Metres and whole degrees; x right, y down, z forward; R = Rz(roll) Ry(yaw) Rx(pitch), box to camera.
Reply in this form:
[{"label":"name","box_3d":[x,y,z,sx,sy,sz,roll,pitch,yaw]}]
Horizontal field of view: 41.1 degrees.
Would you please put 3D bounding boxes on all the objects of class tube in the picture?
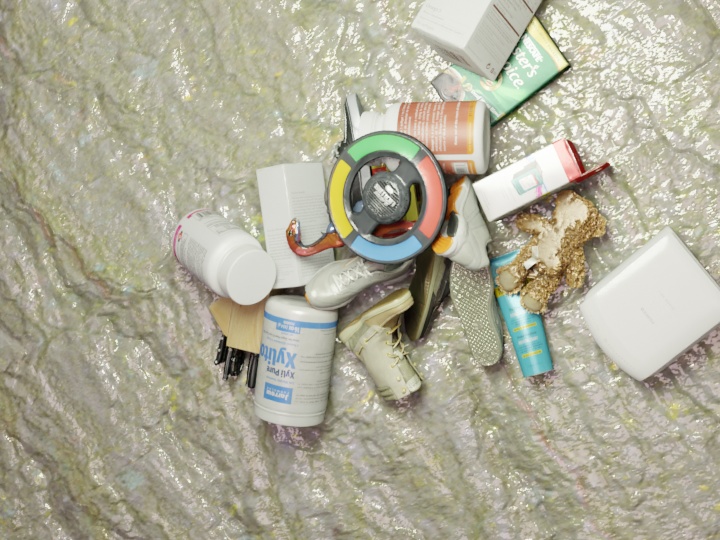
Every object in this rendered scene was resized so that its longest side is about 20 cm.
[{"label":"tube","box_3d":[0.262,0.070,1.564,0.076,0.050,0.204,-17,83,8]}]

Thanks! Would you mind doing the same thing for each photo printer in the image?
[{"label":"photo printer","box_3d":[0.451,0.059,1.484,0.199,0.069,0.167,-41,82,17]}]

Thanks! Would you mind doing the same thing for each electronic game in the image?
[{"label":"electronic game","box_3d":[0.039,-0.110,1.457,0.196,0.041,0.204,3,97,24]}]

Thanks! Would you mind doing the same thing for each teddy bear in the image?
[{"label":"teddy bear","box_3d":[0.301,-0.029,1.523,0.143,0.067,0.203,22,94,27]}]

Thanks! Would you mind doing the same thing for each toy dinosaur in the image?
[{"label":"toy dinosaur","box_3d":[-0.027,-0.071,1.532,0.180,0.200,0.106,-35,122,-5]}]

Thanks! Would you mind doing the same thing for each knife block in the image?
[{"label":"knife block","box_3d":[-0.180,0.109,1.700,0.199,0.064,0.177,-35,84,17]}]

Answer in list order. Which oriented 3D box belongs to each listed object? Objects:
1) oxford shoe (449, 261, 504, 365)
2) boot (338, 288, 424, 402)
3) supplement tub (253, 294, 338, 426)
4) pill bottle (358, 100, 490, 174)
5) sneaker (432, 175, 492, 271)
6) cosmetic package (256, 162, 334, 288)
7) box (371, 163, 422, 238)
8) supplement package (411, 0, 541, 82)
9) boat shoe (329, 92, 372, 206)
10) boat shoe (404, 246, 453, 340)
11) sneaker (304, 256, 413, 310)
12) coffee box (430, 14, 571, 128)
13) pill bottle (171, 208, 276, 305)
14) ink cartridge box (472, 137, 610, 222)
[{"label":"oxford shoe","box_3d":[0.192,0.054,1.568,0.074,0.058,0.204,-11,100,21]},{"label":"boot","box_3d":[0.058,0.127,1.588,0.156,0.072,0.200,56,142,5]},{"label":"supplement tub","box_3d":[-0.111,0.152,1.646,0.130,0.132,0.204,9,97,17]},{"label":"pill bottle","box_3d":[0.101,-0.208,1.505,0.196,0.112,0.115,2,96,14]},{"label":"sneaker","box_3d":[0.166,-0.068,1.513,0.091,0.202,0.076,36,126,-17]},{"label":"cosmetic package","box_3d":[-0.108,-0.077,1.633,0.070,0.101,0.204,-5,93,39]},{"label":"box","box_3d":[0.059,-0.151,1.605,0.074,0.050,0.204,-6,93,18]},{"label":"supplement package","box_3d":[0.192,-0.418,1.469,0.116,0.117,0.202,32,93,37]},{"label":"boat shoe","box_3d":[-0.016,-0.193,1.614,0.067,0.074,0.203,-7,101,10]},{"label":"boat shoe","box_3d":[0.122,0.024,1.591,0.065,0.072,0.204,1,113,-23]},{"label":"sneaker","box_3d":[0.000,0.000,1.575,0.197,0.092,0.077,-24,80,-14]},{"label":"coffee box","box_3d":[0.223,-0.315,1.539,0.199,0.044,0.124,-35,84,18]},{"label":"pill bottle","box_3d":[-0.232,-0.022,1.634,0.199,0.112,0.115,32,107,48]},{"label":"ink cartridge box","box_3d":[0.284,-0.149,1.496,0.198,0.116,0.068,-26,86,18]}]
